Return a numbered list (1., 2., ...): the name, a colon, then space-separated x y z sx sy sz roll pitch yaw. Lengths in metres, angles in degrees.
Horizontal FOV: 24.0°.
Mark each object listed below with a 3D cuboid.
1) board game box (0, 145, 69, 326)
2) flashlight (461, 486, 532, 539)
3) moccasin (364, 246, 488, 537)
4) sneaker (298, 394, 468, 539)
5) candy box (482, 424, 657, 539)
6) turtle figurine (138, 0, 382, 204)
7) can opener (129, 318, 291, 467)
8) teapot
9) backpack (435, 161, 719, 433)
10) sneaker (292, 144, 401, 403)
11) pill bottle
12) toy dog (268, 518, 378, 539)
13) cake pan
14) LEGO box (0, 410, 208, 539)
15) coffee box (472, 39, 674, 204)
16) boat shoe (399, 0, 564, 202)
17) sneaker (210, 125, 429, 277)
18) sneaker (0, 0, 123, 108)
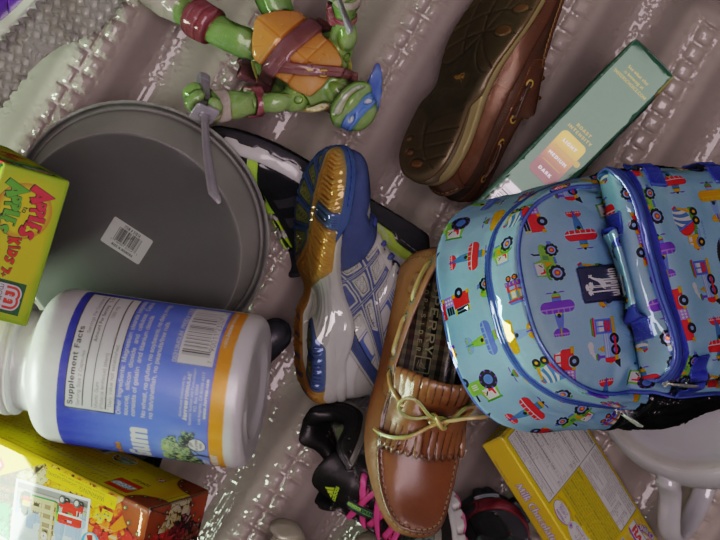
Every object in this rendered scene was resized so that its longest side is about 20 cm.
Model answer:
1. board game box: -0.264 -0.034 1.194 0.048 0.200 0.102 16 94 -25
2. flashlight: 0.104 0.211 1.236 0.068 0.200 0.068 -3 96 -4
3. moccasin: 0.050 0.082 1.166 0.074 0.078 0.202 16 78 -12
4. sneaker: 0.011 0.164 1.228 0.087 0.200 0.074 0 131 -26
5. candy box: 0.173 0.189 1.293 0.026 0.102 0.200 -28 97 36
6. turtle figurine: -0.075 -0.178 1.209 0.194 0.200 0.144 43 125 16
7. can opener: -0.134 0.101 1.282 0.200 0.063 0.079 -35 95 0
8. teapot: 0.272 0.076 1.269 0.200 0.146 0.198 -30 69 20
9. backpack: 0.157 0.017 1.128 0.200 0.135 0.183 0 74 -32
10. sneaker: 0.000 0.000 1.231 0.088 0.075 0.200 -5 118 -16
11. pill bottle: -0.171 0.073 1.207 0.200 0.112 0.112 7 94 7
12. toy dog: -0.023 0.278 1.268 0.200 0.140 0.194 -35 106 0
13. cake pan: -0.168 -0.025 1.251 0.200 0.037 0.201 3 111 8
14. LEGO box: -0.224 0.198 1.226 0.200 0.077 0.149 19 102 27
15. coffee box: 0.143 -0.080 1.253 0.044 0.123 0.200 44 90 3
16. boat shoe: 0.102 -0.144 1.280 0.068 0.072 0.200 32 83 -38
17. sneaker: -0.041 -0.035 1.272 0.200 0.072 0.083 31 94 -5
18. sneaker: -0.262 -0.196 1.248 0.200 0.070 0.099 -42 61 -16
